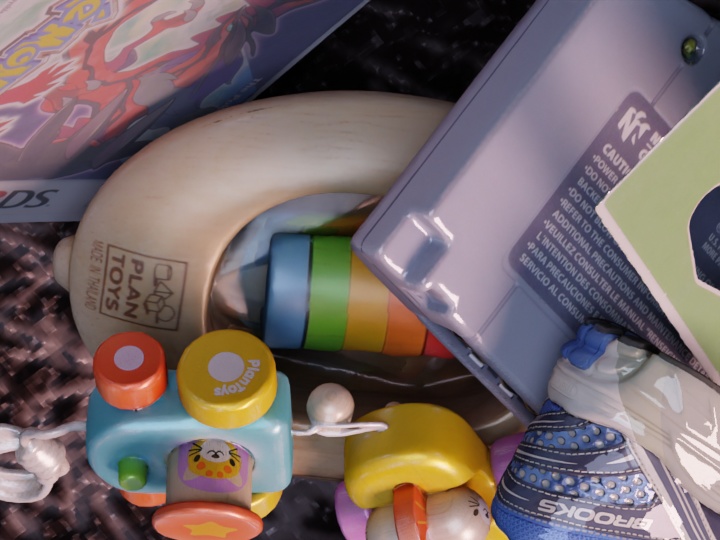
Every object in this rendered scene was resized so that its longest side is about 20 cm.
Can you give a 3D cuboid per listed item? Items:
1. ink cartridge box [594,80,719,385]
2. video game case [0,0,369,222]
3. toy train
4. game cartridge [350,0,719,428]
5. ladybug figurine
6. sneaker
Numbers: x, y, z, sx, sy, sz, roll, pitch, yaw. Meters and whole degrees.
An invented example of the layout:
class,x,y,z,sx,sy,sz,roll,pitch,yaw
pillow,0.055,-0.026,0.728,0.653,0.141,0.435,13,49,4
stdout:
class,x,y,z,sx,sy,sz,roll,pitch,yaw
ink cartridge box,0.147,-0.070,0.834,0.200,0.146,0.048,-42,57,-1
video game case,-0.069,-0.075,0.862,0.200,0.182,0.023,-39,72,28
toy train,-0.025,0.091,0.925,0.200,0.056,0.150,24,136,-30
game cartridge,0.097,0.000,0.897,0.133,0.041,0.200,-50,124,-7
ladybug figurine,0.000,0.000,0.942,0.200,0.072,0.136,8,114,-6
sneaker,0.114,0.097,0.879,0.200,0.077,0.085,38,89,-26
